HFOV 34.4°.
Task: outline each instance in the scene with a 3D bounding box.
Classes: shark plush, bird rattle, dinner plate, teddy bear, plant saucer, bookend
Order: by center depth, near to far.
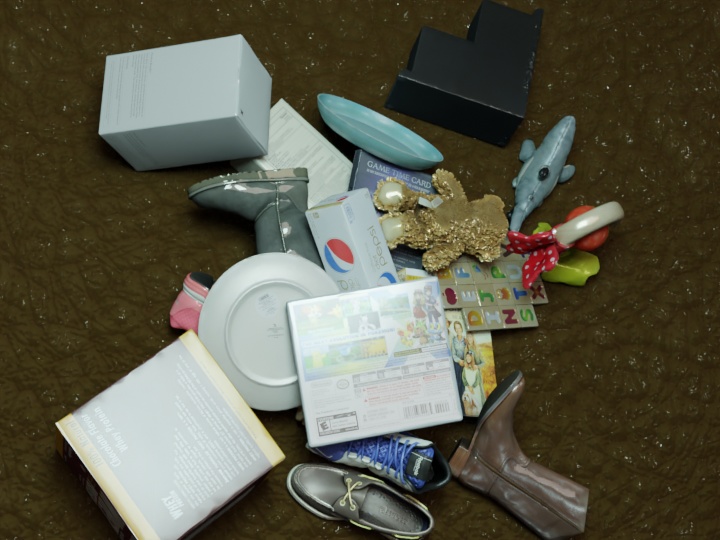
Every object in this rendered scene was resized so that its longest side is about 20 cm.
[{"bbox_3d":[-0.107,0.079,1.478,0.197,0.024,0.204,0,92,-12],"label":"dinner plate"},{"bbox_3d":[0.104,-0.067,1.594,0.197,0.067,0.147,-10,67,-30],"label":"teddy bear"},{"bbox_3d":[0.291,-0.053,1.632,0.162,0.199,0.114,-32,71,17],"label":"bird rattle"},{"bbox_3d":[0.024,-0.191,1.638,0.198,0.200,0.028,27,107,-4],"label":"plant saucer"},{"bbox_3d":[0.255,-0.140,1.713,0.091,0.083,0.200,42,66,3],"label":"shark plush"},{"bbox_3d":[0.157,-0.319,1.749,0.197,0.092,0.202,16,65,-7],"label":"bookend"}]

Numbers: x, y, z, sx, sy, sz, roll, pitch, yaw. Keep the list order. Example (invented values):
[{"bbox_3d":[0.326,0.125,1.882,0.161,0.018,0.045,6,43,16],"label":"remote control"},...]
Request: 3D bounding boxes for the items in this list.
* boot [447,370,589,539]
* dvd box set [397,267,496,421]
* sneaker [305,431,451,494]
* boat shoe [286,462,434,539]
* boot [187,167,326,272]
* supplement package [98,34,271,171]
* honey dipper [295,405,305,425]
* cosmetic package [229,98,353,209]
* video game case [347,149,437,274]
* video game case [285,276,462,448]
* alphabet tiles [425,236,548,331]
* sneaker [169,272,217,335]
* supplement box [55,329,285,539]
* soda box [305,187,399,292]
[{"bbox_3d":[0.235,0.251,1.531,0.198,0.188,0.064,33,27,3],"label":"boot"},{"bbox_3d":[0.120,0.103,1.593,0.145,0.029,0.203,10,66,-33],"label":"dvd box set"},{"bbox_3d":[0.039,0.229,1.482,0.197,0.115,0.082,24,80,-16],"label":"sneaker"},{"bbox_3d":[0.002,0.296,1.497,0.198,0.060,0.073,25,66,-5],"label":"boat shoe"},{"bbox_3d":[-0.130,-0.028,1.532,0.179,0.073,0.204,-7,87,-5],"label":"boot"},{"bbox_3d":[-0.230,-0.220,1.551,0.197,0.120,0.123,-5,68,16],"label":"supplement package"},{"bbox_3d":[-0.115,0.146,1.508,0.199,0.038,0.038,40,64,-14],"label":"honey dipper"},{"bbox_3d":[-0.076,-0.129,1.627,0.200,0.073,0.104,43,66,4],"label":"cosmetic package"},{"bbox_3d":[0.034,-0.049,1.600,0.141,0.019,0.203,16,81,-33],"label":"video game case"},{"bbox_3d":[0.017,0.114,1.457,0.197,0.022,0.185,-9,82,-7],"label":"video game case"},{"bbox_3d":[0.181,0.003,1.649,0.197,0.006,0.169,-1,69,-35],"label":"alphabet tiles"},{"bbox_3d":[-0.165,0.087,1.538,0.199,0.074,0.087,36,102,-11],"label":"sneaker"},{"bbox_3d":[-0.236,0.222,1.422,0.199,0.133,0.198,-35,82,-23],"label":"supplement box"},{"bbox_3d":[0.000,0.000,1.520,0.063,0.067,0.203,-33,109,-47],"label":"soda box"}]
